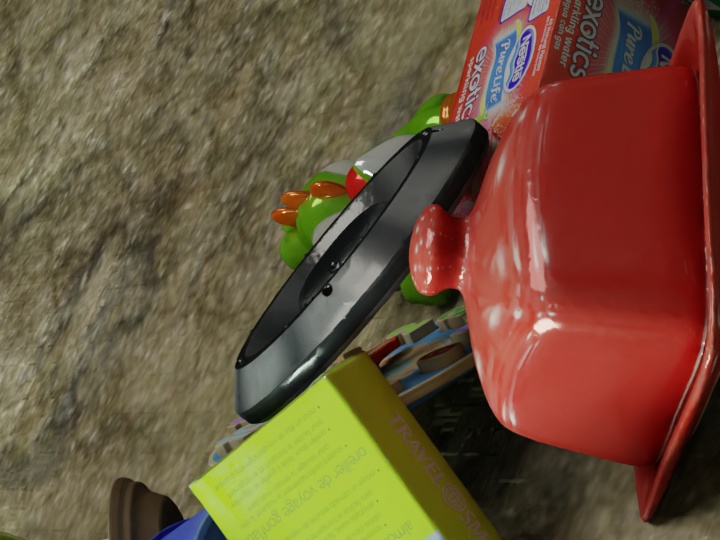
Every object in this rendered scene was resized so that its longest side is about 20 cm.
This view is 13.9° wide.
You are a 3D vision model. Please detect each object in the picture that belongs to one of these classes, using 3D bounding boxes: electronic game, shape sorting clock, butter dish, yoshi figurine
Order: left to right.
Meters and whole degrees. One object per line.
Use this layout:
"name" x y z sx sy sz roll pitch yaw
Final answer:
"electronic game" 0.000 0.000 1.560 0.200 0.042 0.200 -50 8 9
"shape sorting clock" 0.004 0.062 1.651 0.200 0.039 0.200 -29 3 2
"yoshi figurine" 0.038 -0.039 1.762 0.200 0.112 0.112 -22 18 47
"butter dish" 0.097 -0.005 1.416 0.200 0.147 0.200 102 171 -60

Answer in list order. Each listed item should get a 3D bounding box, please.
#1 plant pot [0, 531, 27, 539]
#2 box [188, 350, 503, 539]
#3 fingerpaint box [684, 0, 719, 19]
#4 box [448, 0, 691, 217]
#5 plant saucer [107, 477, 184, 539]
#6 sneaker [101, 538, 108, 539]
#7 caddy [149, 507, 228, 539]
"plant pot" -0.268 0.301 1.914 0.187 0.187 0.200 -90 21 -50
"box" 0.015 0.155 1.488 0.122 0.200 0.048 -40 -8 36
"fingerpaint box" 0.167 -0.254 1.587 0.167 0.200 0.073 -62 23 -5
"box" 0.117 -0.100 1.646 0.100 0.095 0.200 -31 37 53
"plant saucer" -0.105 0.213 1.681 0.029 0.200 0.200 -13 34 4
"sneaker" -0.189 0.247 1.725 0.200 0.078 0.116 -62 1 -2
"caddy" -0.058 0.214 1.563 0.105 0.141 0.200 -43 37 49
